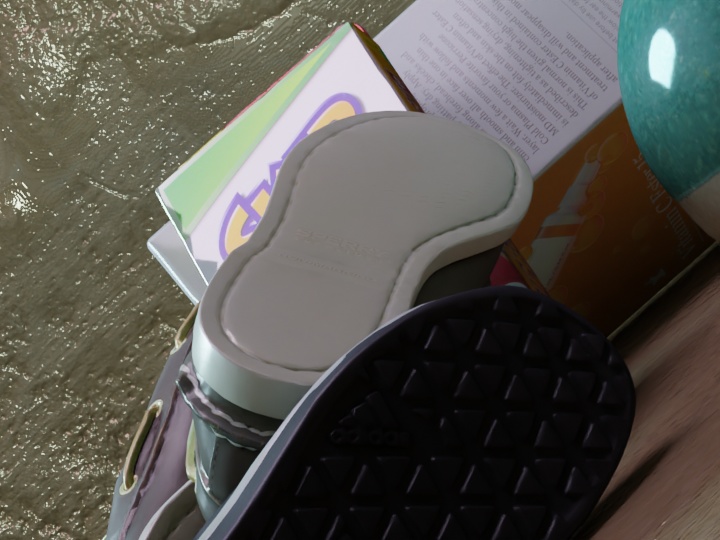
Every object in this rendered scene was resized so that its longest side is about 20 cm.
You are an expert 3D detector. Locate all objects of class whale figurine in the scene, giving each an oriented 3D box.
[{"bbox_3d":[0.152,-0.092,0.730,0.200,0.104,0.159,-41,0,-39],"label":"whale figurine"}]

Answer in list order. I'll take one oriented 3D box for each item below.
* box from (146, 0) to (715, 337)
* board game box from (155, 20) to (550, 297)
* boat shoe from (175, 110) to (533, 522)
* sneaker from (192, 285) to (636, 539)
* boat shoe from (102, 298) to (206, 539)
[{"bbox_3d":[0.040,-0.021,0.927,0.200,0.098,0.124,-42,-33,-1],"label":"box"},{"bbox_3d":[0.000,0.000,0.827,0.095,0.200,0.030,-40,-42,10],"label":"board game box"},{"bbox_3d":[-0.001,0.009,0.717,0.202,0.072,0.061,-51,-23,-60],"label":"boat shoe"},{"bbox_3d":[-0.016,0.080,0.615,0.200,0.072,0.083,-41,-1,-21],"label":"sneaker"},{"bbox_3d":[-0.043,0.075,0.736,0.059,0.072,0.201,-24,36,41],"label":"boat shoe"}]
